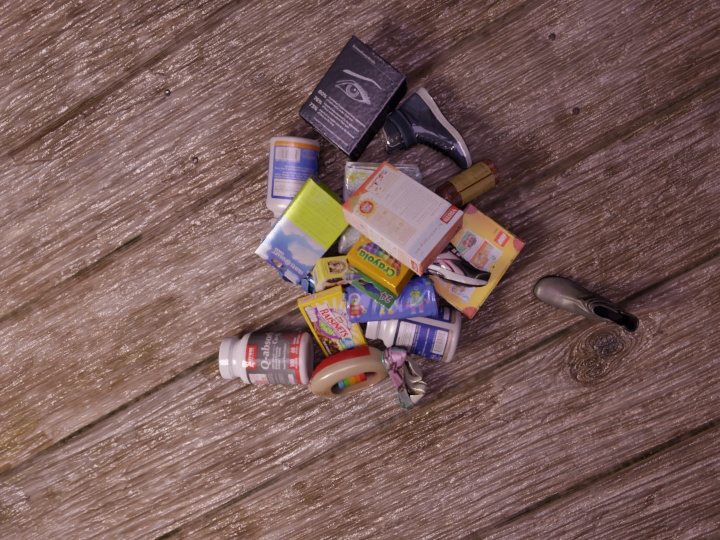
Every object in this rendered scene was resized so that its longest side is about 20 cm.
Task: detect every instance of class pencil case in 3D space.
[{"bbox_3d":[0.062,0.058,1.081,0.196,0.078,0.089,-5,93,4],"label":"pencil case"}]

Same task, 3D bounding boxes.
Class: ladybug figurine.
[{"bbox_3d":[-0.025,0.225,1.182,0.196,0.137,0.073,-15,55,-6],"label":"ladybug figurine"}]

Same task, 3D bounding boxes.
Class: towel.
[{"bbox_3d":[0.041,-0.132,1.134,0.168,0.048,0.204,1,110,-11],"label":"towel"}]

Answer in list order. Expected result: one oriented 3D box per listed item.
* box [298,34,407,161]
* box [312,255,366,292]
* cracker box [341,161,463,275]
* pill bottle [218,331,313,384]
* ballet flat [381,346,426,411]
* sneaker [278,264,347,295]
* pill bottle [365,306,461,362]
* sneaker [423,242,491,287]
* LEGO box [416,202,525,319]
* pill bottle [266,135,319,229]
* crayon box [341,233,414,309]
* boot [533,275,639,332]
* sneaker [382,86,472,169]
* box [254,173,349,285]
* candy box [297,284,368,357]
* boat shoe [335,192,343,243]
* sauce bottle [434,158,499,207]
[{"bbox_3d":[-0.013,-0.363,1.124,0.147,0.104,0.201,40,97,3],"label":"box"},{"bbox_3d":[0.000,0.000,1.130,0.196,0.075,0.051,-8,69,-20],"label":"box"},{"bbox_3d":[0.080,-0.102,1.005,0.199,0.058,0.134,37,74,23],"label":"cracker box"},{"bbox_3d":[-0.211,0.199,1.193,0.196,0.116,0.118,-1,96,5],"label":"pill bottle"},{"bbox_3d":[0.106,0.242,1.152,0.070,0.070,0.202,-5,129,22],"label":"ballet flat"},{"bbox_3d":[-0.092,0.031,1.175,0.196,0.074,0.084,11,64,6],"label":"sneaker"},{"bbox_3d":[0.115,0.124,1.157,0.196,0.116,0.118,14,97,4],"label":"pill bottle"},{"bbox_3d":[0.178,-0.024,1.081,0.196,0.080,0.088,17,86,-1],"label":"sneaker"},{"bbox_3d":[0.238,-0.023,1.151,0.148,0.077,0.201,35,97,1],"label":"LEGO box"},{"bbox_3d":[-0.150,-0.185,1.153,0.110,0.112,0.204,5,97,4],"label":"pill bottle"},{"bbox_3d":[0.062,-0.042,1.046,0.125,0.052,0.201,32,77,22],"label":"crayon box"},{"bbox_3d":[0.477,0.067,1.111,0.197,0.131,0.069,19,97,3],"label":"boot"},{"bbox_3d":[0.134,-0.271,1.129,0.145,0.077,0.204,-36,82,-4],"label":"sneaker"},{"bbox_3d":[-0.115,-0.082,1.094,0.121,0.048,0.200,38,110,-12],"label":"box"},{"bbox_3d":[-0.056,0.123,1.163,0.101,0.027,0.202,-20,129,4],"label":"candy box"},{"bbox_3d":[-0.043,-0.127,1.174,0.072,0.061,0.202,42,97,-1],"label":"boat shoe"},{"bbox_3d":[0.203,-0.167,1.123,0.198,0.066,0.067,-29,93,-10],"label":"sauce bottle"}]
